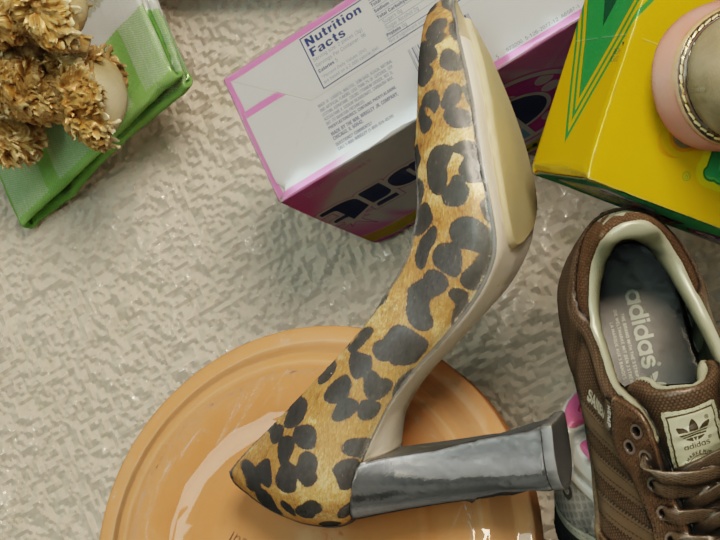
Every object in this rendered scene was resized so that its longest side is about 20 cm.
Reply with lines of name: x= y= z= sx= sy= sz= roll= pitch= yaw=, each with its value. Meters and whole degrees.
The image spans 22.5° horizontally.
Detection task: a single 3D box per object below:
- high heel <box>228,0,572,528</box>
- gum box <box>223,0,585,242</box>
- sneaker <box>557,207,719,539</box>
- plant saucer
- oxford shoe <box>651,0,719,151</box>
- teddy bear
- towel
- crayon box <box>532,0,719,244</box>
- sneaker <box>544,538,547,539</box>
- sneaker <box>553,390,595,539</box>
high heel: x=0.000 y=0.000 z=0.721 sx=0.142 sy=0.071 sz=0.201 roll=-10 pitch=86 yaw=20
gum box: x=0.047 y=-0.090 z=0.796 sx=0.199 sy=0.113 sz=0.066 roll=-30 pitch=71 yaw=15
sneaker: x=0.114 y=0.073 z=0.660 sx=0.070 sy=0.076 sz=0.201 roll=-18 pitch=72 yaw=1
plant saucer: x=-0.023 y=0.119 z=0.764 sx=0.199 sy=0.032 sz=0.201 roll=-7 pitch=69 yaw=18
oxford shoe: x=0.205 y=-0.085 z=0.641 sx=0.199 sy=0.074 sz=0.071 roll=-23 pitch=101 yaw=-16
teddy bear: x=-0.186 y=-0.114 z=0.863 sx=0.200 sy=0.145 sz=0.067 roll=33 pitch=62 yaw=28
towel: x=-0.163 y=-0.143 z=0.923 sx=0.149 sy=0.031 sz=0.201 roll=-37 pitch=70 yaw=38
crayon box: x=0.186 y=-0.086 z=0.705 sx=0.199 sy=0.058 sz=0.173 roll=18 pitch=87 yaw=-19
sneaker: x=0.105 y=0.209 z=0.745 sx=0.080 sy=0.071 sz=0.200 roll=-36 pitch=70 yaw=10
sneaker: x=0.158 y=0.127 z=0.734 sx=0.200 sy=0.088 sz=0.074 roll=35 pitch=55 yaw=13
